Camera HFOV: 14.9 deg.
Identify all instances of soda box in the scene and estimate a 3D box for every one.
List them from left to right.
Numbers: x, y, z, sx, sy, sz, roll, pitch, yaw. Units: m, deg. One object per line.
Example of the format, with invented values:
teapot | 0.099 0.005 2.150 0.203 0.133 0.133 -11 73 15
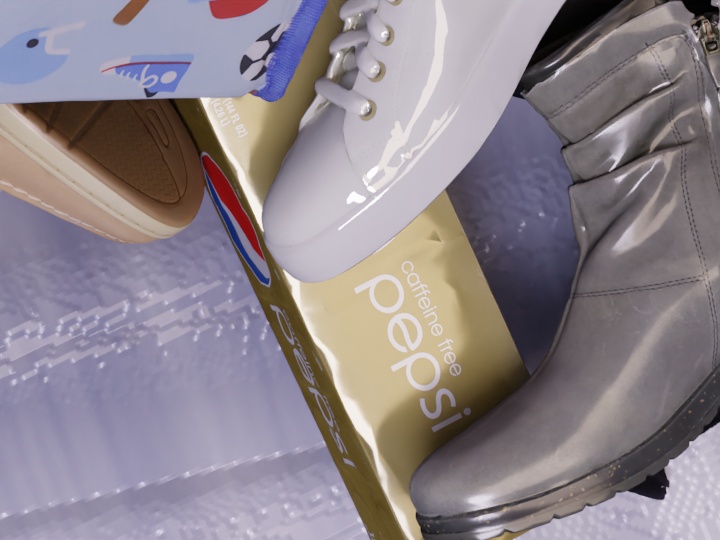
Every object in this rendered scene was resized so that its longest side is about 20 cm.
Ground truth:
soda box | 0.000 0.000 0.914 0.064 0.068 0.201 -27 100 -11

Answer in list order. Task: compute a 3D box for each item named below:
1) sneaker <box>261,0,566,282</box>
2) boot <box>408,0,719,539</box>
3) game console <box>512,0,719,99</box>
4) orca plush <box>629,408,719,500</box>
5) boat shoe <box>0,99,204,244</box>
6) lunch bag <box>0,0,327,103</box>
sneaker | 0.017 -0.095 0.832 0.085 0.073 0.201 36 87 -26
boot | 0.078 -0.012 0.865 0.199 0.068 0.131 -31 101 -13
game console | 0.121 -0.129 0.889 0.199 0.031 0.178 15 102 -9
orca plush | 0.134 -0.015 0.944 0.105 0.071 0.200 40 84 -13
boat shoe | -0.141 -0.067 0.883 0.200 0.071 0.065 36 124 -9
lunch bag | -0.114 -0.146 0.816 0.169 0.124 0.201 -6 55 -35
